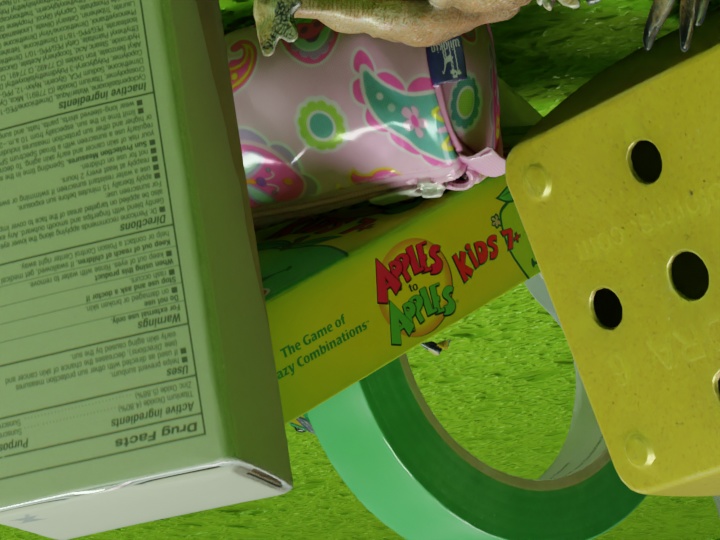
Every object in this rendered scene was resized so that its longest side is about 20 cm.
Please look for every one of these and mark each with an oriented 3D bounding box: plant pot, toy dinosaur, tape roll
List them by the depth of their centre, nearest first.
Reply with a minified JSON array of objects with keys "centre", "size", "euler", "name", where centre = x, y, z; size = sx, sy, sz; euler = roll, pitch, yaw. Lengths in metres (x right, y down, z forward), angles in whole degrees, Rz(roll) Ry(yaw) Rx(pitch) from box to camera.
[{"centre":[0.043,-0.108,0.716],"size":[0.198,0.087,0.135],"euler":[-10,174,30],"name":"toy dinosaur"},{"centre":[0.173,-0.019,0.805],"size":[0.176,0.202,0.199],"euler":[-17,175,-42],"name":"plant pot"},{"centre":[0.062,0.034,1.026],"size":[0.199,0.202,0.048],"euler":[2,164,-35],"name":"tape roll"}]

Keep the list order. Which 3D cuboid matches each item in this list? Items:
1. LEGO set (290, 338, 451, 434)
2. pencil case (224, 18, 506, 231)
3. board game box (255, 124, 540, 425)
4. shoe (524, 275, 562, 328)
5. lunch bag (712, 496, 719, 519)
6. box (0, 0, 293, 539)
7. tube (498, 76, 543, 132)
[{"centre":[-0.045,0.008,1.129],"size":[0.153,0.117,0.200],"euler":[18,170,19],"name":"LEGO set"},{"centre":[-0.038,-0.054,0.866],"size":[0.198,0.088,0.087],"euler":[-13,165,21],"name":"pencil case"},{"centre":[0.000,0.000,0.878],"size":[0.199,0.048,0.101],"euler":[-29,-164,-33],"name":"board game box"},{"centre":[0.160,0.042,1.143],"size":[0.090,0.201,0.072],"euler":[17,120,-36],"name":"shoe"},{"centre":[0.269,0.067,1.278],"size":[0.117,0.202,0.164],"euler":[-1,164,-25],"name":"lunch bag"},{"centre":[-0.088,-0.019,0.733],"size":[0.094,0.202,0.078],"euler":[-11,166,11],"name":"box"},{"centre":[0.109,-0.009,0.952],"size":[0.052,0.200,0.058],"euler":[-28,163,-52],"name":"tube"}]
